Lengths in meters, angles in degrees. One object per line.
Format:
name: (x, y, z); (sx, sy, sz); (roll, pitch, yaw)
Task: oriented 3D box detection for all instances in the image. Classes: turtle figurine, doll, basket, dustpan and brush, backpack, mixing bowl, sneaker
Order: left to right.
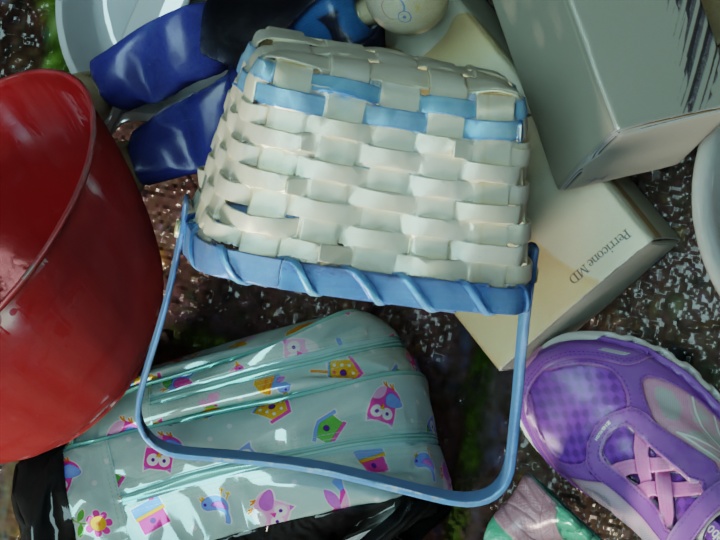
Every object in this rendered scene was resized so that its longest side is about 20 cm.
mixing bowl: (-0.166, 0.015, 1.367); (0.200, 0.200, 0.108); (-38, 123, 14)
dustpan and brush: (-0.112, -0.104, 1.473); (0.139, 0.057, 0.200); (29, 98, 15)
backpack: (-0.058, 0.100, 1.410); (0.199, 0.167, 0.127); (-18, 85, 8)
doll: (-0.042, -0.098, 1.382); (0.200, 0.048, 0.137); (-25, 96, 26)
basket: (0.000, 0.000, 1.315); (0.176, 0.139, 0.201); (11, 97, -7)
turtle figurine: (0.031, 0.186, 1.380); (0.101, 0.150, 0.200); (42, 90, -6)
sneaker: (0.156, 0.106, 1.361); (0.200, 0.088, 0.081); (40, 103, 2)

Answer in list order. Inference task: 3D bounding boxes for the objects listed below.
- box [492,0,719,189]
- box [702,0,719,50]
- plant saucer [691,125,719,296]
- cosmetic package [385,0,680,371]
box: (0.102, -0.146, 1.352); (0.068, 0.082, 0.201); (-13, 77, -20)
box: (0.122, -0.197, 1.421); (0.200, 0.021, 0.164); (40, 100, 13)
plant saucer: (0.255, -0.032, 1.350); (0.199, 0.050, 0.201); (-5, 70, 13)
cosmetic package: (0.051, -0.059, 1.417); (0.105, 0.071, 0.200); (-42, 78, 13)
